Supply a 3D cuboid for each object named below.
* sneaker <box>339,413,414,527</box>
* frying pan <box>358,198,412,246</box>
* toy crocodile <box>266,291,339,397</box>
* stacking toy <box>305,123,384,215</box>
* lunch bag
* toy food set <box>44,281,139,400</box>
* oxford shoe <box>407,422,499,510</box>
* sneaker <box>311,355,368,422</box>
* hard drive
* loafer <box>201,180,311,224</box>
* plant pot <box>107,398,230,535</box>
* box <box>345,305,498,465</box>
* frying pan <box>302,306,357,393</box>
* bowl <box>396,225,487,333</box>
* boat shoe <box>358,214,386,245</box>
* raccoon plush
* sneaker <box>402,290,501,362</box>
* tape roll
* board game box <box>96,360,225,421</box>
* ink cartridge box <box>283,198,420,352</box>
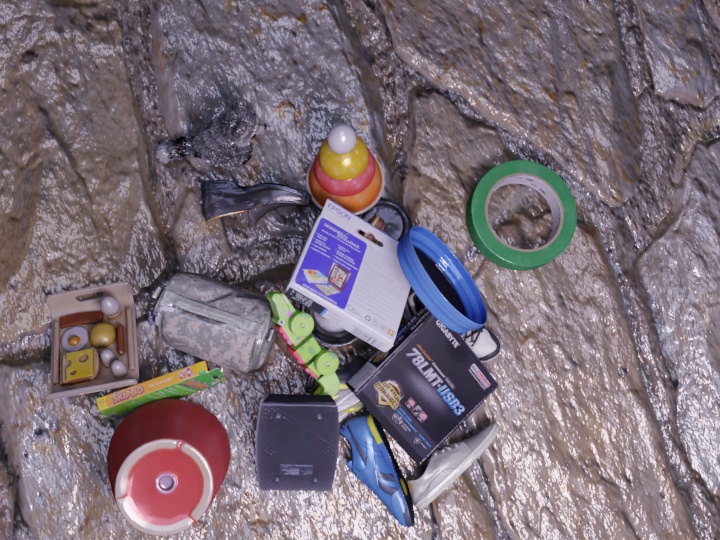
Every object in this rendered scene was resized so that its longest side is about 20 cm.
[{"bbox_3d":[0.027,0.345,1.305,0.078,0.066,0.201,-26,82,5],"label":"sneaker"},{"bbox_3d":[0.052,-0.044,1.406,0.114,0.031,0.191,-18,78,-6],"label":"frying pan"},{"bbox_3d":[-0.092,0.117,1.224,0.062,0.067,0.201,-37,112,-16],"label":"toy crocodile"},{"bbox_3d":[-0.026,-0.194,1.335,0.145,0.200,0.147,0,69,-1],"label":"stacking toy"},{"bbox_3d":[-0.237,0.082,1.278,0.199,0.168,0.140,19,76,0],"label":"lunch bag"},{"bbox_3d":[-0.448,0.114,1.277,0.142,0.061,0.201,-10,53,-8],"label":"toy food set"},{"bbox_3d":[0.157,0.322,1.314,0.200,0.075,0.058,-39,74,-10],"label":"oxford shoe"},{"bbox_3d":[-0.055,0.219,1.324,0.199,0.075,0.085,-27,63,-11],"label":"sneaker"},{"bbox_3d":[-0.103,0.279,1.253,0.134,0.201,0.042,2,35,-5],"label":"hard drive"},{"bbox_3d":[-0.187,-0.119,1.381,0.198,0.073,0.073,2,86,5],"label":"loafer"},{"bbox_3d":[-0.299,0.310,1.196,0.199,0.177,0.202,0,91,-12],"label":"plant pot"},{"bbox_3d":[0.107,0.192,1.297,0.198,0.050,0.200,-42,115,-8],"label":"box"},{"bbox_3d":[-0.040,0.107,1.304,0.114,0.031,0.192,-2,91,-7],"label":"frying pan"},{"bbox_3d":[0.134,0.017,1.278,0.039,0.200,0.201,-38,83,22],"label":"bowl"},{"bbox_3d":[0.000,0.000,1.364,0.067,0.072,0.201,26,90,-8],"label":"boat shoe"},{"bbox_3d":[-0.264,-0.230,1.359,0.199,0.134,0.097,-23,82,-10],"label":"raccoon plush"},{"bbox_3d":[0.161,0.100,1.353,0.199,0.088,0.076,27,75,-1],"label":"sneaker"},{"bbox_3d":[0.298,-0.102,1.429,0.199,0.048,0.202,1,78,-5],"label":"tape roll"},{"bbox_3d":[-0.327,0.199,1.280,0.198,0.096,0.030,-17,71,-8],"label":"board game box"},{"bbox_3d":[-0.008,0.005,1.278,0.197,0.043,0.201,31,50,-12],"label":"ink cartridge box"}]
